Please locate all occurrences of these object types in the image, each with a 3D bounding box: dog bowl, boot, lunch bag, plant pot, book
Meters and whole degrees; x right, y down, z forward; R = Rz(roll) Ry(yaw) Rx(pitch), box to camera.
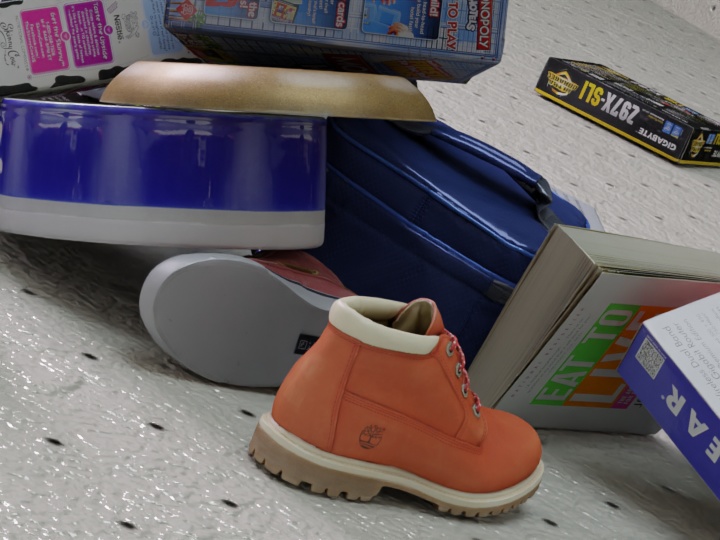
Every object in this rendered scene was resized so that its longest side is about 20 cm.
[{"bbox_3d":[-0.119,-0.059,1.539,0.199,0.079,0.200,3,3,0],"label":"dog bowl"},{"bbox_3d":[0.040,0.071,1.395,0.200,0.108,0.075,12,16,-45],"label":"boot"},{"bbox_3d":[0.050,-0.023,1.651,0.200,0.133,0.136,31,23,10],"label":"lunch bag"},{"bbox_3d":[-0.053,-0.106,1.514,0.199,0.028,0.200,4,4,0],"label":"plant pot"},{"bbox_3d":[0.161,0.044,1.636,0.200,0.134,0.048,6,35,-49],"label":"book"}]

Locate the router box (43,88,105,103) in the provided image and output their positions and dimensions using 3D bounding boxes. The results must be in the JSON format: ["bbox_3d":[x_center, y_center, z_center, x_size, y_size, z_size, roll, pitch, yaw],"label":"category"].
[{"bbox_3d":[-0.161,-0.094,1.780,0.200,0.062,0.150,31,17,29],"label":"router box"}]

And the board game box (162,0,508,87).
[{"bbox_3d":[0.004,-0.148,1.597,0.199,0.062,0.200,5,-9,16],"label":"board game box"}]

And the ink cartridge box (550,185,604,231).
[{"bbox_3d":[0.136,-0.032,1.906,0.199,0.043,0.196,24,12,-6],"label":"ink cartridge box"}]

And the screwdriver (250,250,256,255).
[{"bbox_3d":[0.000,0.000,1.774,0.200,0.028,0.029,13,-13,-44],"label":"screwdriver"}]

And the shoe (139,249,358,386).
[{"bbox_3d":[-0.063,0.023,1.496,0.200,0.072,0.091,15,11,-40],"label":"shoe"}]

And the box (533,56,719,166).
[{"bbox_3d":[0.319,-0.183,2.956,0.200,0.049,0.160,29,12,23],"label":"box"}]

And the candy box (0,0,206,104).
[{"bbox_3d":[-0.217,-0.137,1.614,0.199,0.061,0.136,-13,4,-31],"label":"candy box"}]

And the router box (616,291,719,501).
[{"bbox_3d":[0.285,0.093,1.560,0.179,0.049,0.200,-19,59,-34],"label":"router box"}]
